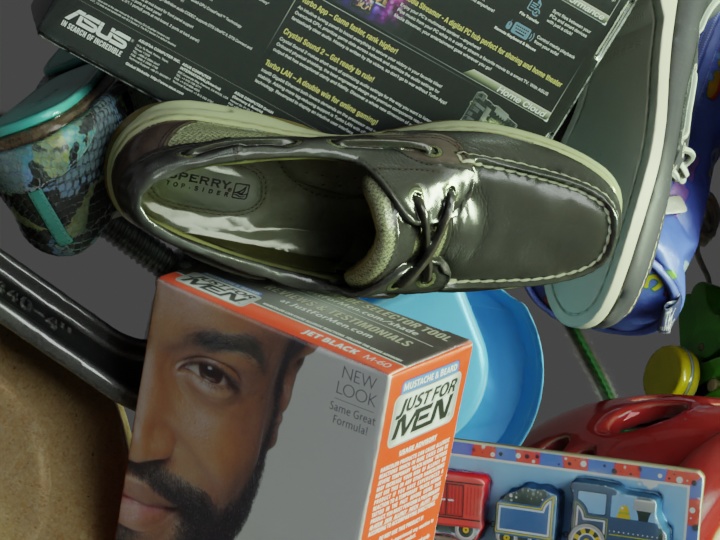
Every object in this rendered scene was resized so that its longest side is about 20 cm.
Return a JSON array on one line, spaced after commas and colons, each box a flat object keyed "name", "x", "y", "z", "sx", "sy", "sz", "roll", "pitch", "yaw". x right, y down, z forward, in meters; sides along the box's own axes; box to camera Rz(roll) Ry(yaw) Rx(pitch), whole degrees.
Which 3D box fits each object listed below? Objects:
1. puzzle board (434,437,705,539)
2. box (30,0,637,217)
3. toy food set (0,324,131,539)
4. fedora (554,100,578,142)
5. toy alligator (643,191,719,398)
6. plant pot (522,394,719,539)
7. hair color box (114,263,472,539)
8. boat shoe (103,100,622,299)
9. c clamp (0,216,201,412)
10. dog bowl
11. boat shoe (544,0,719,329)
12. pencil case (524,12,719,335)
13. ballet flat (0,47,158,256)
[{"name": "puzzle board", "x": 0.033, "y": 0.141, "z": 1.114, "sx": 0.017, "sy": 0.199, "sz": 0.151, "roll": -20, "pitch": 115, "yaw": -70}, {"name": "box", "x": -0.002, "y": -0.116, "z": 1.074, "sx": 0.200, "sy": 0.044, "sz": 0.161, "roll": 27, "pitch": 101, "yaw": -17}, {"name": "toy food set", "x": -0.170, "y": 0.085, "z": 1.081, "sx": 0.198, "sy": 0.049, "sz": 0.201, "roll": 27, "pitch": 62, "yaw": -30}, {"name": "fedora", "x": 0.030, "y": -0.103, "z": 1.258, "sx": 0.177, "sy": 0.090, "sz": 0.201, "roll": 25, "pitch": 71, "yaw": -29}, {"name": "toy alligator", "x": 0.176, "y": 0.048, "z": 1.353, "sx": 0.059, "sy": 0.054, "sz": 0.201, "roll": 18, "pitch": 67, "yaw": -33}, {"name": "plant pot", "x": 0.158, "y": 0.154, "z": 1.203, "sx": 0.200, "sy": 0.182, "sz": 0.201, "roll": 1, "pitch": 88, "yaw": -23}, {"name": "hair color box", "x": -0.034, "y": 0.106, "z": 1.075, "sx": 0.064, "sy": 0.111, "sz": 0.201, "roll": -18, "pitch": 123, "yaw": -55}, {"name": "boat shoe", "x": 0.004, "y": -0.019, "z": 1.048, "sx": 0.200, "sy": 0.066, "sz": 0.072, "roll": 8, "pitch": 113, "yaw": -10}, {"name": "c clamp", "x": -0.120, "y": -0.015, "z": 1.134, "sx": 0.200, "sy": 0.027, "sz": 0.171, "roll": 34, "pitch": 31, "yaw": -24}, {"name": "dog bowl", "x": 0.000, "y": 0.000, "z": 1.156, "sx": 0.111, "sy": 0.050, "sz": 0.200, "roll": -25, "pitch": 104, "yaw": -10}, {"name": "boat shoe", "x": 0.130, "y": -0.063, "z": 1.225, "sx": 0.063, "sy": 0.073, "sz": 0.201, "roll": 24, "pitch": 67, "yaw": -30}, {"name": "pencil case", "x": 0.143, "y": -0.062, "z": 1.339, "sx": 0.078, "sy": 0.087, "sz": 0.200, "roll": 29, "pitch": 59, "yaw": -7}, {"name": "ballet flat", "x": -0.100, "y": -0.062, "z": 1.139, "sx": 0.074, "sy": 0.074, "sz": 0.200, "roll": 55, "pitch": 28, "yaw": -12}]
